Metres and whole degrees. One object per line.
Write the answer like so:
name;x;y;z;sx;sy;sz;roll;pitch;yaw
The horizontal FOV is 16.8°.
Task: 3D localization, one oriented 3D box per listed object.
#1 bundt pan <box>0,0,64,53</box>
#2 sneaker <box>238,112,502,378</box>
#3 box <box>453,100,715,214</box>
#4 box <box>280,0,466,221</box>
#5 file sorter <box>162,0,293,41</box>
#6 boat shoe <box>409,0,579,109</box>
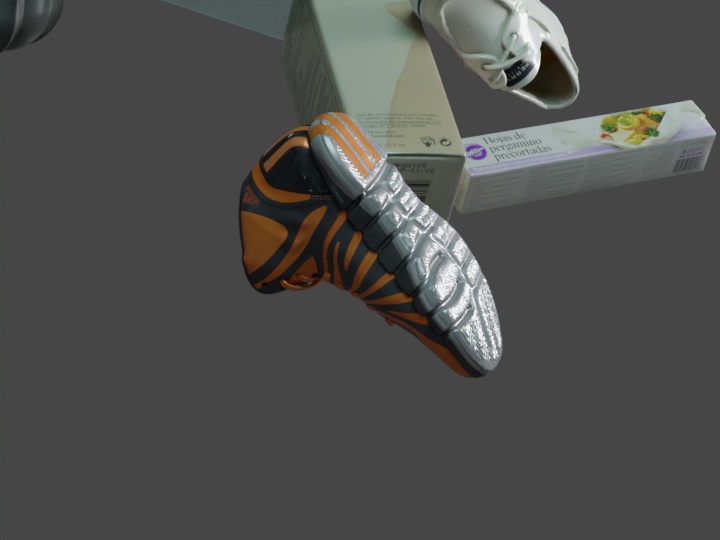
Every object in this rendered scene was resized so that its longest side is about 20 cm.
bundt pan;-0.292;-0.186;1.639;0.202;0.076;0.202;0;14;0
sneaker;0.000;0.000;1.569;0.200;0.112;0.078;54;30;-6
box;0.153;-0.080;1.708;0.200;0.041;0.039;-11;48;-22
box;0.005;-0.114;1.669;0.078;0.095;0.200;-1;47;-16
file sorter;-0.086;-0.274;1.777;0.200;0.139;0.125;19;41;6
boat shoe;0.100;-0.161;1.699;0.071;0.200;0.070;-32;63;15
